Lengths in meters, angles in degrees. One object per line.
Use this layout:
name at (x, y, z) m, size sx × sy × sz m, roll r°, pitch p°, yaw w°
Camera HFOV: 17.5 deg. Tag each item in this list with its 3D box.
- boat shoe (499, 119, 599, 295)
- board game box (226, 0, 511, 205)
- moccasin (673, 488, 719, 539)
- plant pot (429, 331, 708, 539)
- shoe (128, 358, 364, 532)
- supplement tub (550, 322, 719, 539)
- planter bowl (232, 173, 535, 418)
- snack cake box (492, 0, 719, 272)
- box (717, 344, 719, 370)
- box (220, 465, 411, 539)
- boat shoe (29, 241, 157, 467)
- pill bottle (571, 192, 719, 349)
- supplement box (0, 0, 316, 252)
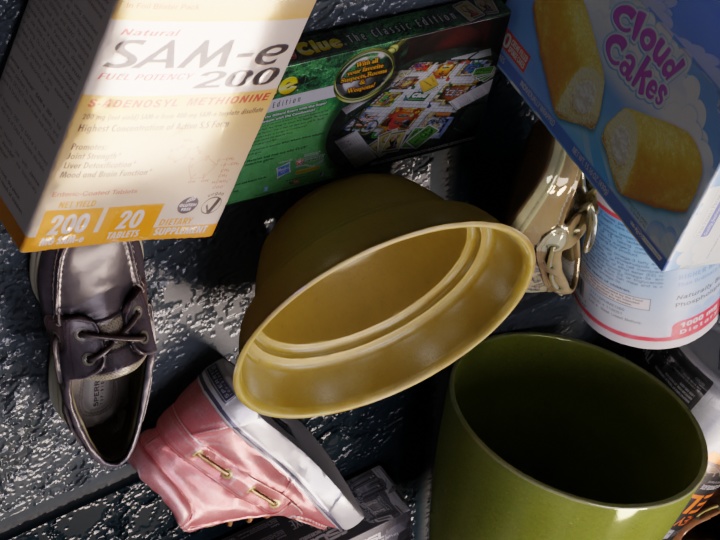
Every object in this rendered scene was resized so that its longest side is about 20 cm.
boat shoe at (0.122, -0.037, 1.463) m, size 0.200 × 0.062 × 0.074 m, roll 101°, pitch 7°, yaw -73°
board game box at (-0.008, -0.098, 1.364) m, size 0.199 × 0.024 × 0.105 m, roll -15°, pitch 143°, yaw -29°
moccasin at (0.317, 0.206, 1.968) m, size 0.201 × 0.078 × 0.074 m, roll 15°, pitch 122°, yaw -49°
plant pot at (0.124, 0.180, 1.645) m, size 0.186 × 0.187 × 0.201 m, roll -8°, pitch 130°, yaw -35°
shoe at (-0.077, 0.136, 1.549) m, size 0.091 × 0.072 × 0.200 m, roll -37°, pitch 141°, yaw 5°
supplement tub at (0.210, 0.135, 1.748) m, size 0.122 × 0.123 × 0.200 m, roll 11°, pitch 125°, yaw -47°
planter bowl at (0.000, 0.000, 1.421) m, size 0.199 × 0.084 × 0.201 m, roll -21°, pitch 154°, yaw -11°
snack cake box at (0.165, -0.111, 1.339) m, size 0.067 × 0.200 × 0.116 m, roll -9°, pitch 138°, yaw -33°
box at (0.304, -0.042, 1.595) m, size 0.201 × 0.051 × 0.158 m, roll -59°, pitch 158°, yaw -31°
box at (-0.058, 0.241, 1.705) m, size 0.199 × 0.050 × 0.158 m, roll -23°, pitch 144°, yaw -18°
boat shoe at (-0.149, 0.037, 1.363) m, size 0.071 × 0.065 × 0.201 m, roll -18°, pitch 142°, yaw -22°
pill bottle at (0.194, -0.047, 1.525) m, size 0.108 × 0.109 × 0.201 m, roll -24°, pitch 145°, yaw -16°
supplement box at (-0.109, -0.109, 1.215) m, size 0.125 × 0.074 × 0.201 m, roll -6°, pitch 136°, yaw -37°
